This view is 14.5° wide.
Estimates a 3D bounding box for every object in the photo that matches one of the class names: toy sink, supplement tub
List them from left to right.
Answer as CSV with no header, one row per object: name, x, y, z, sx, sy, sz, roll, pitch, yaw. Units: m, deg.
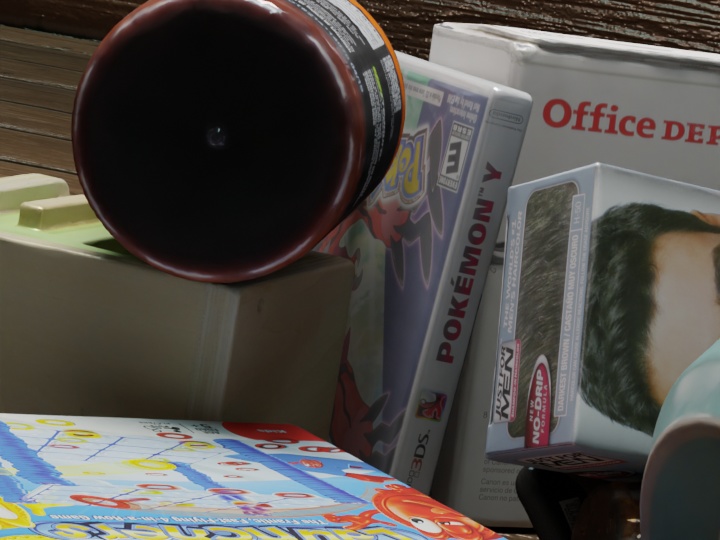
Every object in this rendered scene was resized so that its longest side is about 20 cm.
toy sink,-0.121,0.028,1.106,0.199,0.113,0.130,12,8,19
supplement tub,-0.039,-0.059,1.072,0.106,0.108,0.200,10,8,6

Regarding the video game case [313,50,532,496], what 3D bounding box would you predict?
video game case,0.000,0.000,1.176,0.023,0.183,0.200,12,6,-24

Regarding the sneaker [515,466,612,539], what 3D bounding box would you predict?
sneaker,0.132,0.084,1.131,0.199,0.114,0.076,38,11,-45

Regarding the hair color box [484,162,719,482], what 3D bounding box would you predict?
hair color box,0.146,0.032,1.019,0.199,0.100,0.061,11,-12,-28

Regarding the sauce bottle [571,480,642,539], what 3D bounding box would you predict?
sauce bottle,0.174,0.115,1.003,0.199,0.066,0.066,9,8,-13

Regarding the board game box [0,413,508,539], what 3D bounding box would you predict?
board game box,-0.064,0.096,0.899,0.199,0.056,0.196,4,9,-31

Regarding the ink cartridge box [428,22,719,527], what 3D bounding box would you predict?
ink cartridge box,0.095,0.003,1.196,0.145,0.201,0.085,5,9,-27

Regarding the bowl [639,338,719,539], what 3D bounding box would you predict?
bowl,0.158,0.084,0.857,0.105,0.202,0.201,-17,19,-24
